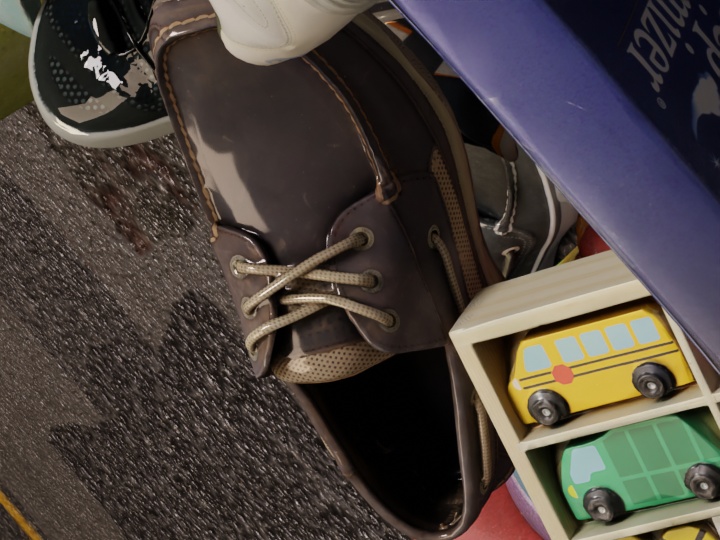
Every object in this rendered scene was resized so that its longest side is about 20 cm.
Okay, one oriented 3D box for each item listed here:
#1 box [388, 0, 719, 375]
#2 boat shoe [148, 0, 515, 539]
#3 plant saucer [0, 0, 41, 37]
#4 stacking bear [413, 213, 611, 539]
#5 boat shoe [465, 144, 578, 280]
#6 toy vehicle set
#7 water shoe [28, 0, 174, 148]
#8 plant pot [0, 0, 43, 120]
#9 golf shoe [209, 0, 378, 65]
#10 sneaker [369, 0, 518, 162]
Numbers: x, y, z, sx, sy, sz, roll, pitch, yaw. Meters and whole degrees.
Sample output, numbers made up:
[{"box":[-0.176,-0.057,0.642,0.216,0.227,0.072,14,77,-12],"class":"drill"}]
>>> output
[{"box":[0.073,-0.040,0.673,0.200,0.032,0.121,49,-153,-11],"class":"box"},{"box":[0.000,0.000,0.830,0.074,0.074,0.200,-16,128,23],"class":"boat shoe"},{"box":[-0.145,-0.164,0.905,0.201,0.039,0.202,164,90,-89],"class":"plant saucer"},{"box":[0.098,0.025,0.929,0.113,0.122,0.200,29,151,7],"class":"stacking bear"},{"box":[0.039,-0.019,1.053,0.069,0.057,0.200,43,162,17],"class":"boat shoe"},{"box":[0.136,0.040,0.788,0.199,0.027,0.125,-17,111,33],"class":"toy vehicle set"},{"box":[-0.031,-0.106,0.829,0.072,0.200,0.079,61,-158,13],"class":"water shoe"},{"box":[-0.161,-0.131,1.090,0.200,0.184,0.201,44,162,18],"class":"plant pot"},{"box":[-0.053,-0.144,0.752,0.201,0.078,0.097,65,149,17],"class":"golf shoe"},{"box":[0.035,-0.077,0.904,0.200,0.078,0.080,11,133,61],"class":"sneaker"}]
